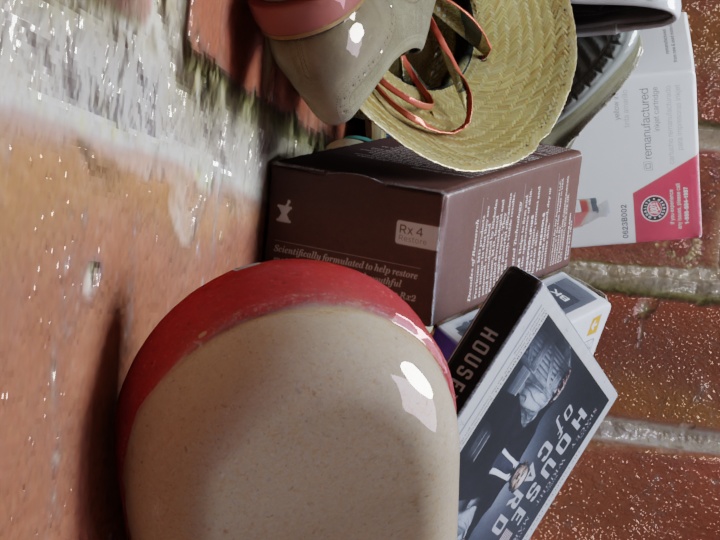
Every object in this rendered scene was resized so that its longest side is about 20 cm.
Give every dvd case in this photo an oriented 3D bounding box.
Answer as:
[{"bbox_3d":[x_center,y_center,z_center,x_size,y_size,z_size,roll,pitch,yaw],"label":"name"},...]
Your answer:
[{"bbox_3d":[0.064,0.094,0.907,0.151,0.025,0.200,-57,154,-6],"label":"dvd case"}]

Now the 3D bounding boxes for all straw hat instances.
[{"bbox_3d":[0.015,-0.127,0.954,0.085,0.200,0.202,-31,-141,46],"label":"straw hat"}]

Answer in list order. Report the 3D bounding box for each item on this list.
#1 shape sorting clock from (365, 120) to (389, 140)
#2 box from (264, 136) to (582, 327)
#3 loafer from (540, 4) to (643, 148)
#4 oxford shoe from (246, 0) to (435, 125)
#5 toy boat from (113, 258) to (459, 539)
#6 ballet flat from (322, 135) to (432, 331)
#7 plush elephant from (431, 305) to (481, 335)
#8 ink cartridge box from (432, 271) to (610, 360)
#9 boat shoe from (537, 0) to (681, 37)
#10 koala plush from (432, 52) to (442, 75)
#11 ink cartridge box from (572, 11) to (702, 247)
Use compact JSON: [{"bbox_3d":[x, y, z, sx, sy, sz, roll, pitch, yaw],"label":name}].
[{"bbox_3d":[0.018,-0.060,1.267,0.200,0.039,0.201,-6,90,-85],"label":"shape sorting clock"},{"bbox_3d":[0.039,-0.028,0.985,0.200,0.100,0.075,-15,114,-62],"label":"box"},{"bbox_3d":[0.098,-0.095,1.105,0.069,0.200,0.075,4,53,-49],"label":"loafer"},{"bbox_3d":[0.007,-0.142,0.866,0.200,0.070,0.075,-54,134,-44],"label":"oxford shoe"},{"bbox_3d":[-0.036,0.067,0.713,0.201,0.130,0.131,89,-21,-49],"label":"toy boat"},{"bbox_3d":[0.000,0.000,1.116,0.200,0.067,0.063,72,33,-50],"label":"ballet flat"},{"bbox_3d":[0.106,0.088,1.761,0.200,0.155,0.164,-48,-156,-19],"label":"plush elephant"},{"bbox_3d":[0.046,0.112,0.969,0.200,0.043,0.199,-20,134,-57],"label":"ink cartridge box"},{"bbox_3d":[0.082,-0.150,1.028,0.072,0.199,0.069,69,16,-71],"label":"boat shoe"},{"bbox_3d":[0.090,-0.192,1.144,0.200,0.176,0.185,70,42,-63],"label":"koala plush"},{"bbox_3d":[0.137,-0.093,1.294,0.084,0.199,0.146,-84,167,-51],"label":"ink cartridge box"}]
